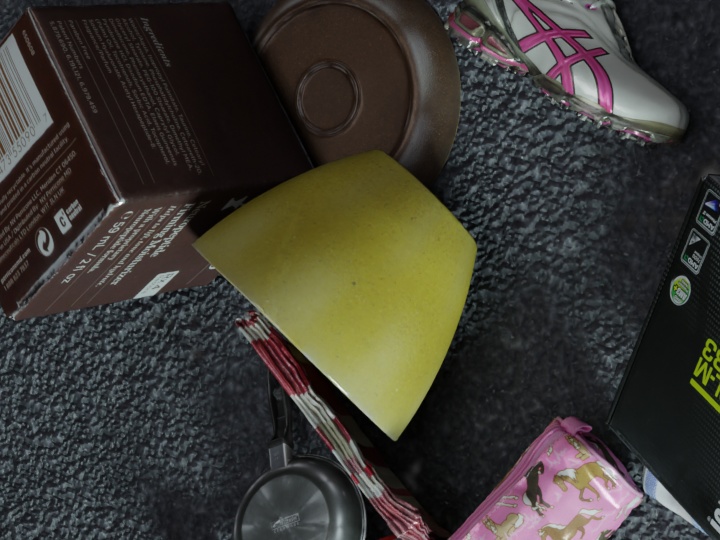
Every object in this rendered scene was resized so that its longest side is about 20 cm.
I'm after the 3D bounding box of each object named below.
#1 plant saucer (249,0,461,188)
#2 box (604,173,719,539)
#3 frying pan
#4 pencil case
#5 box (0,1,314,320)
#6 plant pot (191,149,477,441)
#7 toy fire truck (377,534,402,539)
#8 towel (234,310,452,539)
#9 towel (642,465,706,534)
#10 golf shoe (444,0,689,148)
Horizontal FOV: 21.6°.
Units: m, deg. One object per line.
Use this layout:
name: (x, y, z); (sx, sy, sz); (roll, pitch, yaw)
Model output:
plant saucer: (-0.019, -0.129, 1.429); (0.198, 0.032, 0.203); (-1, 88, 28)
box: (0.248, 0.072, 1.171); (0.200, 0.047, 0.195); (50, 129, 47)
frying pan: (-0.043, 0.155, 1.403); (0.114, 0.031, 0.192); (1, 73, 29)
pencil case: (0.105, 0.193, 1.303); (0.200, 0.086, 0.083); (-47, 62, 5)
box: (-0.176, -0.085, 1.396); (0.166, 0.199, 0.165); (-42, 69, 39)
plant pot: (0.000, 0.000, 1.339); (0.142, 0.200, 0.200); (-46, 67, -2)
toy fire truck: (-0.042, 0.242, 1.419); (0.200, 0.049, 0.142); (-41, 69, 20)
towel: (-0.007, 0.118, 1.354); (0.023, 0.144, 0.200); (-39, 70, 1)
towel: (0.259, 0.113, 1.218); (0.200, 0.024, 0.148); (32, 110, 57)
golf shoe: (0.151, -0.159, 1.312); (0.199, 0.072, 0.093); (37, 104, 25)
